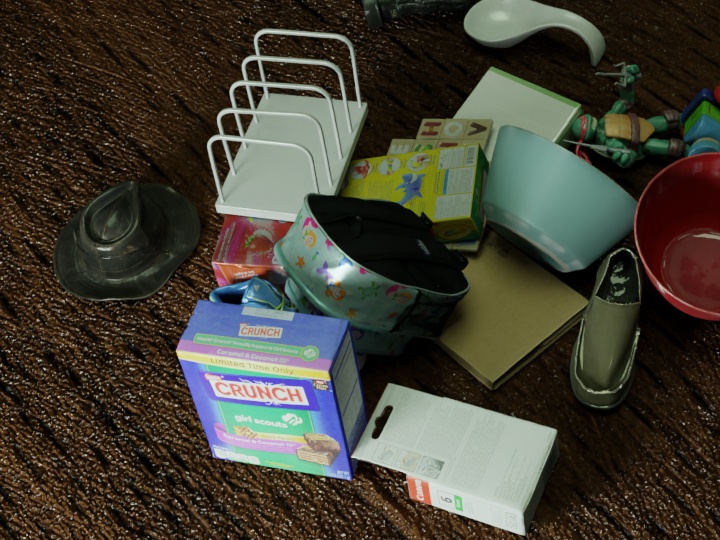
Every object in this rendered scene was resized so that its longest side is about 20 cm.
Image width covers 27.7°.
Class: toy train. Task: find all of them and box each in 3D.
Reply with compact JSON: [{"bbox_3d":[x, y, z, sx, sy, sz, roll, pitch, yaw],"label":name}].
[{"bbox_3d":[0.470,-0.123,1.725,0.199,0.085,0.116,30,42,-8],"label":"toy train"}]

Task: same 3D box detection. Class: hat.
[{"bbox_3d":[-0.301,-0.058,1.829,0.199,0.081,0.202,-5,48,6],"label":"hat"}]

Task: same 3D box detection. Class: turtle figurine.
[{"bbox_3d":[0.340,-0.180,1.821,0.198,0.101,0.151,5,67,-8],"label":"turtle figurine"}]

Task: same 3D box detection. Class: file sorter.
[{"bbox_3d":[-0.088,-0.174,1.736,0.138,0.125,0.201,7,50,15],"label":"file sorter"}]

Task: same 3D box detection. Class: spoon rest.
[{"bbox_3d":[0.237,-0.334,1.995,0.199,0.061,0.100,17,54,21],"label":"spoon rest"}]

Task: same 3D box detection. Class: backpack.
[{"bbox_3d":[0.000,0.000,1.639,0.151,0.199,0.178,-52,55,19],"label":"backpack"}]

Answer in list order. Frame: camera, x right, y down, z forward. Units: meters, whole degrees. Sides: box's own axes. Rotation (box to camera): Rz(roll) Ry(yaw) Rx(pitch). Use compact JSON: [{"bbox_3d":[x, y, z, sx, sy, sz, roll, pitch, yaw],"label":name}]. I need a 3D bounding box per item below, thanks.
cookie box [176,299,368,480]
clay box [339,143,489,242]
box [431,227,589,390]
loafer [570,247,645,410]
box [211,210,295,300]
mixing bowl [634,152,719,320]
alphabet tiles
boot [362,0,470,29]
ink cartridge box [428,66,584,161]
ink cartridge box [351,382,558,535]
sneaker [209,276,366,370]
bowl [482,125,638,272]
[{"bbox_3d":[-0.089,0.129,1.555,0.170,0.201,0.076,7,51,15],"label":"cookie box"},{"bbox_3d":[0.053,-0.086,1.785,0.199,0.048,0.116,-6,54,23],"label":"clay box"},{"bbox_3d":[0.144,0.035,1.717,0.163,0.021,0.200,-36,54,-21],"label":"box"},{"bbox_3d":[0.277,0.059,1.634,0.075,0.070,0.201,6,60,14],"label":"loafer"},{"bbox_3d":[-0.107,-0.048,1.777,0.095,0.100,0.201,3,50,11],"label":"box"},{"bbox_3d":[0.401,-0.022,1.653,0.198,0.109,0.202,0,66,1],"label":"mixing bowl"},{"bbox_3d":[0.095,-0.110,1.819,0.166,0.008,0.201,3,58,28],"label":"alphabet tiles"},{"bbox_3d":[0.070,-0.441,2.097,0.157,0.080,0.212,-15,59,5],"label":"boot"},{"bbox_3d":[0.173,-0.153,1.860,0.145,0.048,0.200,28,74,29],"label":"ink cartridge box"},{"bbox_3d":[0.102,0.199,1.566,0.199,0.051,0.109,14,54,22],"label":"ink cartridge box"},{"bbox_3d":[-0.092,0.066,1.673,0.198,0.105,0.076,10,52,17],"label":"sneaker"},{"bbox_3d":[0.221,-0.072,1.705,0.200,0.201,0.105,32,88,31],"label":"bowl"}]
